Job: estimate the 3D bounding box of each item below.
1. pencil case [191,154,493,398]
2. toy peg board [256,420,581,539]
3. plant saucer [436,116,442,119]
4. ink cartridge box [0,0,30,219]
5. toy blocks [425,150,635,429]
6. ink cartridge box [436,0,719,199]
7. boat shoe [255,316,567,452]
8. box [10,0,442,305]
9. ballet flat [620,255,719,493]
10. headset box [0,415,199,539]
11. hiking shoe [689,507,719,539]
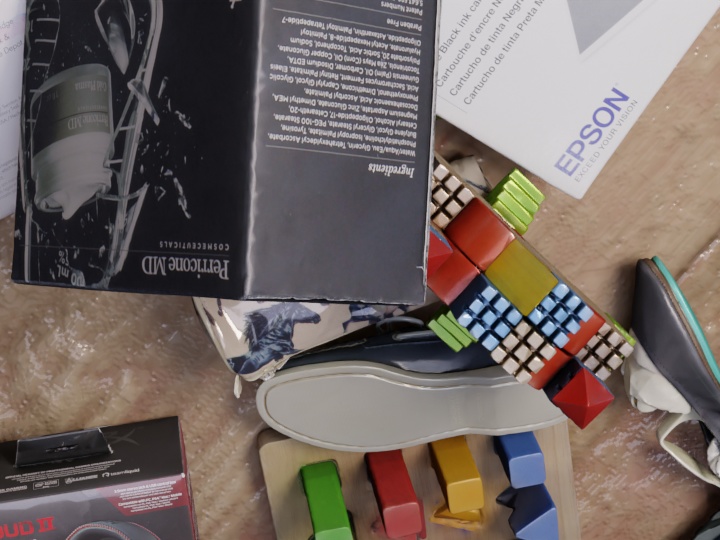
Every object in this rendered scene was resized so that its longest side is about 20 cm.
[{"bbox_3d":[0.000,0.000,1.057,0.199,0.078,0.090,-19,108,-1],"label":"pencil case"},{"bbox_3d":[0.051,0.191,1.145,0.198,0.098,0.201,-12,117,-4],"label":"toy peg board"},{"bbox_3d":[0.049,-0.175,1.011,0.199,0.031,0.201,-4,115,-8],"label":"plant saucer"},{"bbox_3d":[-0.222,-0.131,0.964,0.117,0.067,0.201,-27,117,3],"label":"ink cartridge box"},{"bbox_3d":[0.077,0.010,0.955,0.200,0.137,0.100,42,97,-14],"label":"toy blocks"},{"bbox_3d":[0.097,-0.168,0.983,0.199,0.041,0.200,28,107,-21],"label":"ink cartridge box"},{"bbox_3d":[0.035,0.062,1.100,0.199,0.062,0.075,-7,132,3],"label":"boat shoe"},{"bbox_3d":[-0.069,-0.085,0.892,0.123,0.199,0.198,1,91,-43],"label":"box"},{"bbox_3d":[0.210,0.080,1.138,0.073,0.073,0.200,-35,118,7],"label":"ballet flat"},{"bbox_3d":[-0.173,0.185,1.116,0.148,0.075,0.201,-8,116,-5],"label":"headset box"},{"bbox_3d":[0.236,0.213,1.161,0.199,0.087,0.075,-28,118,-14],"label":"hiking shoe"}]
